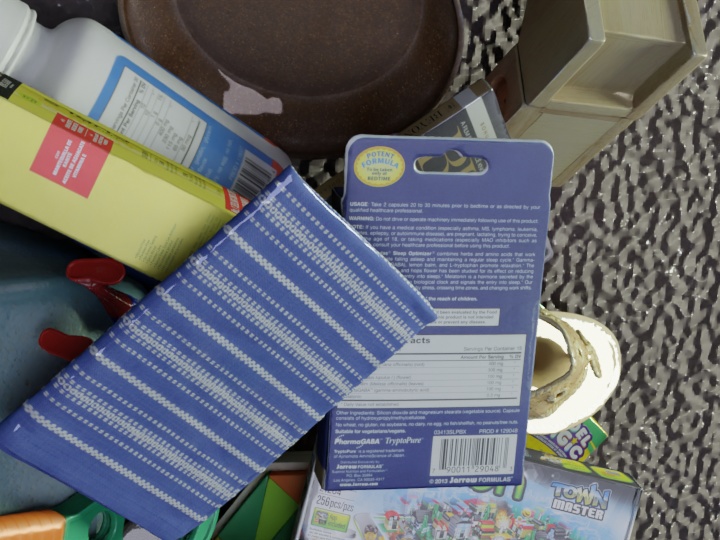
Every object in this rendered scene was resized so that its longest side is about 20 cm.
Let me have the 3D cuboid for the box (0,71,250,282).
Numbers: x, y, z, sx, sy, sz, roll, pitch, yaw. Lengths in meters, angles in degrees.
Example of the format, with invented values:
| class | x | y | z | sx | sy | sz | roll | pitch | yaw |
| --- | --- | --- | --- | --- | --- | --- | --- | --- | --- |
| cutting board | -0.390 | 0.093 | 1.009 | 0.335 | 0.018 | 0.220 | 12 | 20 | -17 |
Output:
| class | x | y | z | sx | sy | sz | roll | pitch | yaw |
| --- | --- | --- | --- | --- | --- | --- | --- | --- | --- |
| box | -0.141 | -0.048 | 0.724 | 0.198 | 0.075 | 0.051 | 28 | 98 | -12 |

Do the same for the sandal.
| class | x | y | z | sx | sy | sz | roll | pitch | yaw |
| --- | --- | --- | --- | --- | --- | --- | --- | --- | --- |
| sandal | 0.099 | 0.059 | 0.872 | 0.209 | 0.069 | 0.079 | 1 | 80 | -32 |

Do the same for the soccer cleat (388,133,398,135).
| class | x | y | z | sx | sy | sz | roll | pitch | yaw |
| --- | --- | --- | --- | --- | --- | --- | --- | --- | --- |
| soccer cleat | 0.000 | 0.000 | 0.893 | 0.076 | 0.067 | 0.201 | 10 | 121 | -46 |

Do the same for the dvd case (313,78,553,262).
| class | x | y | z | sx | sy | sz | roll | pitch | yaw |
| --- | --- | --- | --- | --- | --- | --- | --- | --- | --- |
| dvd case | 0.013 | -0.003 | 0.845 | 0.199 | 0.016 | 0.149 | -34 | 135 | -5 |

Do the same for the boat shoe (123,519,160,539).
| class | x | y | z | sx | sy | sz | roll | pitch | yaw |
| --- | --- | --- | --- | --- | --- | --- | --- | --- | --- |
| boat shoe | -0.152 | 0.225 | 0.936 | 0.074 | 0.073 | 0.202 | 15 | 108 | -17 |

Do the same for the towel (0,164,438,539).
| class | x | y | z | sx | sy | sz | roll | pitch | yaw |
| --- | --- | --- | --- | --- | --- | --- | --- | --- | --- |
| towel | -0.070 | 0.049 | 0.724 | 0.200 | 0.024 | 0.145 | -41 | 136 | 8 |

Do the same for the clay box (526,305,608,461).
| class | x | y | z | sx | sy | sz | roll | pitch | yaw |
| --- | --- | --- | --- | --- | --- | --- | --- | --- | --- |
| clay box | 0.079 | 0.121 | 0.986 | 0.200 | 0.048 | 0.115 | -45 | 115 | 2 |

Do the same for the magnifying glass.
| class | x | y | z | sx | sy | sz | roll | pitch | yaw |
| --- | --- | --- | --- | --- | --- | --- | --- | --- | --- |
| magnifying glass | -0.147 | 0.136 | 0.764 | 0.199 | 0.022 | 0.081 | 1 | 100 | -55 |

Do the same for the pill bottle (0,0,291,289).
| class | x | y | z | sx | sy | sz | roll | pitch | yaw |
| --- | --- | --- | --- | --- | --- | --- | --- | --- | --- |
| pill bottle | -0.146 | -0.071 | 0.820 | 0.199 | 0.112 | 0.113 | 34 | 96 | -23 |

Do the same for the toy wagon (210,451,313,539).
| class | x | y | z | sx | sy | sz | roll | pitch | yaw |
| --- | --- | --- | --- | --- | --- | --- | --- | --- | --- |
| toy wagon | -0.048 | 0.213 | 0.943 | 0.155 | 0.040 | 0.201 | 40 | 108 | 5 |

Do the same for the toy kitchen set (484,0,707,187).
| class | x | y | z | sx | sy | sz | roll | pitch | yaw |
| --- | --- | --- | --- | --- | --- | --- | --- | --- | --- |
| toy kitchen set | 0.081 | -0.185 | 0.875 | 0.161 | 0.180 | 0.203 | 4 | 67 | -21 |

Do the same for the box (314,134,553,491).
| class | x | y | z | sx | sy | sz | roll | pitch | yaw |
| --- | --- | --- | --- | --- | --- | --- | --- | --- | --- |
| box | 0.040 | 0.023 | 0.803 | 0.119 | 0.032 | 0.203 | 1 | 107 | -12 |

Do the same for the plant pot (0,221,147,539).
| class | x | y | z | sx | sy | sz | roll | pitch | yaw |
| --- | --- | --- | --- | --- | --- | --- | --- | --- | --- |
| plant pot | -0.224 | 0.069 | 0.804 | 0.198 | 0.195 | 0.199 | -13 | 112 | -36 |

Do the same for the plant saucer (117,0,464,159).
| class | x | y | z | sx | sy | sz | roll | pitch | yaw |
| --- | --- | --- | --- | --- | --- | --- | --- | --- | --- |
| plant saucer | -0.038 | -0.148 | 0.826 | 0.197 | 0.037 | 0.202 | 5 | 139 | 4 |

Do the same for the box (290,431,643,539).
| class | x | y | z | sx | sy | sz | roll | pitch | yaw |
| --- | --- | --- | --- | --- | --- | --- | --- | --- | --- |
| box | 0.061 | 0.156 | 0.877 | 0.197 | 0.035 | 0.112 | 14 | 97 | -5 |

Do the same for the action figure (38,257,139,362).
| class | x | y | z | sx | sy | sz | roll | pitch | yaw |
| --- | --- | --- | --- | --- | --- | --- | --- | --- | --- |
| action figure | -0.099 | 0.057 | 0.793 | 0.200 | 0.051 | 0.066 | 48 | 53 | -61 |
